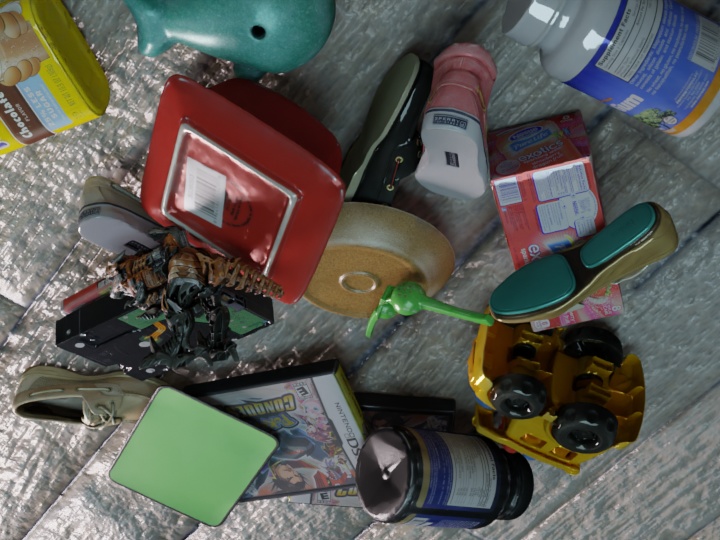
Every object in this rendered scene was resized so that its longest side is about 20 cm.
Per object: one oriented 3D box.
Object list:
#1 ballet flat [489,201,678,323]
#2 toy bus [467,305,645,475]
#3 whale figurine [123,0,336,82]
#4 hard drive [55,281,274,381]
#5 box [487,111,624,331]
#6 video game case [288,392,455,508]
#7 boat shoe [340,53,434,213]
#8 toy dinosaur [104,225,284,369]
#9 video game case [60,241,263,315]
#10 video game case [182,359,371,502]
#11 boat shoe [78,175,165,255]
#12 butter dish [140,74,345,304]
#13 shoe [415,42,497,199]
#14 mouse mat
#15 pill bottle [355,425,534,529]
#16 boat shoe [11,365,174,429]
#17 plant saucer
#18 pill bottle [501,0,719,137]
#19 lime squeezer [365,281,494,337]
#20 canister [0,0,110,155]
[{"bbox_3d":[0.221,0.007,1.185,0.200,0.069,0.063,-31,133,24],"label":"ballet flat"},{"bbox_3d":[0.193,0.146,1.380,0.200,0.136,0.192,24,141,-12],"label":"toy bus"},{"bbox_3d":[-0.123,-0.237,1.120,0.200,0.104,0.159,-6,126,8],"label":"whale figurine"},{"bbox_3d":[-0.213,0.055,1.318,0.200,0.038,0.140,-24,147,28],"label":"hard drive"},{"bbox_3d":[0.202,-0.048,1.243,0.102,0.095,0.200,-13,125,13],"label":"box"},{"bbox_3d":[0.011,0.226,1.502,0.200,0.026,0.181,4,126,1],"label":"video game case"},{"bbox_3d":[0.032,-0.128,1.212,0.063,0.074,0.202,15,129,-14],"label":"boat shoe"},{"bbox_3d":[-0.168,0.024,1.166,0.102,0.200,0.136,-2,91,-38],"label":"toy dinosaur"},{"bbox_3d":[-0.208,0.026,1.324,0.200,0.017,0.143,-26,146,29],"label":"video game case"},{"bbox_3d":[-0.089,0.196,1.446,0.200,0.026,0.181,-12,123,19],"label":"video game case"},{"bbox_3d":[-0.223,-0.042,1.291,0.071,0.070,0.200,-24,147,27],"label":"boat shoe"},{"bbox_3d":[-0.093,-0.103,1.175,0.199,0.148,0.200,32,139,7],"label":"butter dish"},{"bbox_3d":[0.095,-0.138,1.150,0.071,0.091,0.200,13,166,8],"label":"shoe"},{"bbox_3d":[-0.205,0.228,1.464,0.161,0.008,0.200,27,126,-11],"label":"mouse mat"},{"bbox_3d":[0.103,0.245,1.416,0.200,0.112,0.112,12,130,-36],"label":"pill bottle"},{"bbox_3d":[-0.314,0.162,1.451,0.200,0.065,0.072,8,127,-3],"label":"boat shoe"},{"bbox_3d":[0.000,0.000,1.287,0.200,0.035,0.200,4,148,3],"label":"plant saucer"},{"bbox_3d":[0.235,-0.211,1.110,0.200,0.112,0.112,23,125,-12],"label":"pill bottle"},{"bbox_3d":[0.048,0.038,1.264,0.071,0.038,0.200,23,159,-33],"label":"lime squeezer"},{"bbox_3d":[-0.367,-0.183,1.189,0.200,0.087,0.149,-19,123,15],"label":"canister"}]
